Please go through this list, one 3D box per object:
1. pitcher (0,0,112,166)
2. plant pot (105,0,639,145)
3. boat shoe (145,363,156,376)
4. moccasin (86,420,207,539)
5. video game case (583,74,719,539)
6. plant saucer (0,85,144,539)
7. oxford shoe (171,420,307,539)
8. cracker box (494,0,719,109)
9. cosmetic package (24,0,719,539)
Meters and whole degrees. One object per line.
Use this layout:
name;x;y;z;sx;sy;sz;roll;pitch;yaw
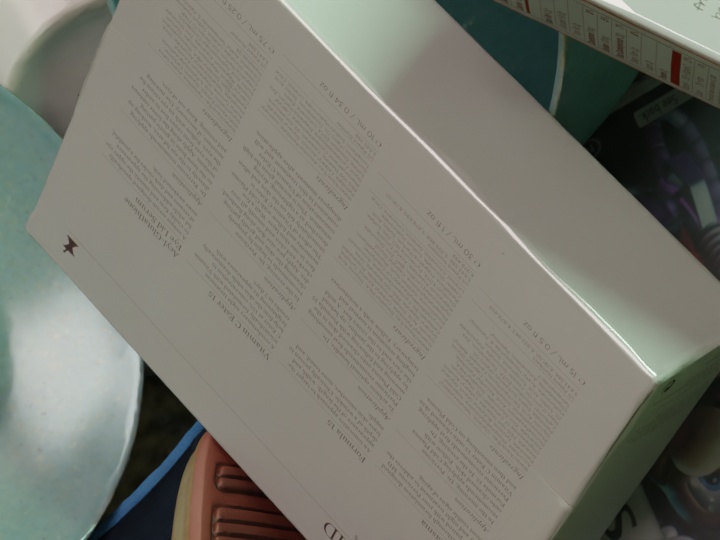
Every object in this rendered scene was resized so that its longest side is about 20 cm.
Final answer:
pitcher;-0.097;-0.132;1.011;0.171;0.121;0.200;-32;44;1
plant pot;0.027;-0.122;0.848;0.200;0.201;0.135;26;40;36
boat shoe;-0.038;-0.017;0.957;0.200;0.066;0.072;-13;65;24
moccasin;-0.022;0.079;0.916;0.200;0.080;0.068;-48;60;21
video game case;0.137;0.005;0.819;0.200;0.023;0.182;-30;60;15
plant saucer;-0.167;0.024;0.895;0.039;0.201;0.202;-19;57;58
oxford shoe;-0.043;0.144;0.837;0.075;0.070;0.201;-25;59;43
cracker box;0.132;-0.097;0.690;0.200;0.058;0.134;27;85;8
cosmetic package;0.000;0.000;0.801;0.200;0.052;0.151;47;134;17
